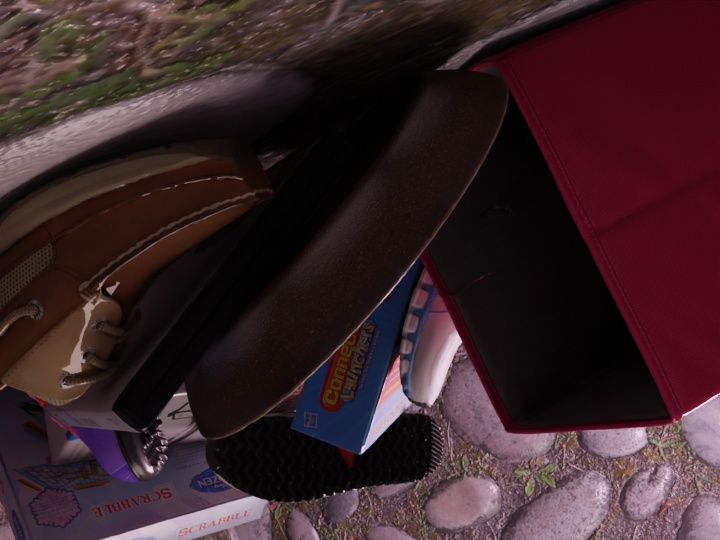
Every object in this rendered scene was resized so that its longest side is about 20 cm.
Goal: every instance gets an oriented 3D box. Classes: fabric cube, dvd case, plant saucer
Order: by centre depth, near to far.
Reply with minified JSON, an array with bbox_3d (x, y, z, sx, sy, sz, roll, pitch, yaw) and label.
[{"bbox_3d":[-0.016,-0.017,0.460,0.200,0.032,0.200,-45,-166,14],"label":"plant saucer"},{"bbox_3d":[-0.083,0.011,0.488,0.143,0.018,0.200,-55,-165,-20],"label":"dvd case"},{"bbox_3d":[0.160,-0.039,0.611,0.199,0.201,0.196,-26,178,-18],"label":"fabric cube"}]

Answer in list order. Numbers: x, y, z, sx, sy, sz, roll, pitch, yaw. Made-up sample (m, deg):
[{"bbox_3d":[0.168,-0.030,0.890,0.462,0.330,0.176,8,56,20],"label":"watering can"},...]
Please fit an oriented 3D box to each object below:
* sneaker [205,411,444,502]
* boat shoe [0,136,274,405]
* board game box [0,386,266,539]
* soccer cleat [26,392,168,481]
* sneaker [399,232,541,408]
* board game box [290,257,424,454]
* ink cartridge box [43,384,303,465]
[{"bbox_3d":[-0.036,0.151,0.885,0.199,0.071,0.093,-1,175,-19],"label":"sneaker"},{"bbox_3d":[-0.120,0.014,0.411,0.199,0.074,0.076,-25,178,15],"label":"boat shoe"},{"bbox_3d":[-0.210,0.150,0.900,0.199,0.200,0.041,-9,135,-31],"label":"board game box"},{"bbox_3d":[-0.164,0.071,0.627,0.073,0.069,0.200,-21,-151,-11],"label":"soccer cleat"},{"bbox_3d":[0.088,0.004,0.725,0.086,0.201,0.075,20,173,11],"label":"sneaker"},{"bbox_3d":[0.027,0.019,0.811,0.056,0.197,0.200,19,-172,12],"label":"board game box"},{"bbox_3d":[-0.141,0.082,0.844,0.199,0.085,0.146,-5,156,-29],"label":"ink cartridge box"}]
